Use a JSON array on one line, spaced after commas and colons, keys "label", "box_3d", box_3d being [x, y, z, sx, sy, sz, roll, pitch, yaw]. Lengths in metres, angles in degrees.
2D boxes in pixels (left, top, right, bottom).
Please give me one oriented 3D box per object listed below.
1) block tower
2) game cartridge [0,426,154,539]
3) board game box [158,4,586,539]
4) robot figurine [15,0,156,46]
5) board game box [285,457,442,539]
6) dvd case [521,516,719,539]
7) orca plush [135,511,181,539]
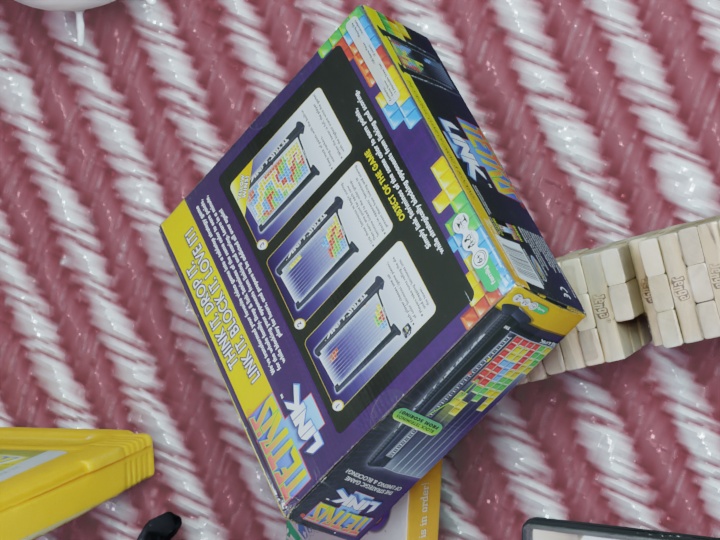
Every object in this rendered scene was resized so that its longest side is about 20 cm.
[{"label": "block tower", "box_3d": [0.136, 0.010, 1.241, 0.199, 0.054, 0.058, -13, 93, 24]}, {"label": "game cartridge", "box_3d": [-0.222, 0.111, 1.327, 0.175, 0.200, 0.033, 0, 100, 22]}, {"label": "board game box", "box_3d": [0.000, 0.000, 1.247, 0.165, 0.057, 0.201, -46, 47, 23]}, {"label": "robot figurine", "box_3d": [-0.156, -0.217, 1.300, 0.169, 0.112, 0.201, -22, 88, 62]}, {"label": "board game box", "box_3d": [0.001, 0.117, 1.301, 0.095, 0.030, 0.202, 19, 109, 47]}, {"label": "dvd case", "box_3d": [0.145, 0.228, 1.288, 0.142, 0.018, 0.202, 5, 100, 22]}, {"label": "orca plush", "box_3d": [-0.143, 0.215, 1.398, 0.201, 0.071, 0.105, -58, 31, 15]}]
